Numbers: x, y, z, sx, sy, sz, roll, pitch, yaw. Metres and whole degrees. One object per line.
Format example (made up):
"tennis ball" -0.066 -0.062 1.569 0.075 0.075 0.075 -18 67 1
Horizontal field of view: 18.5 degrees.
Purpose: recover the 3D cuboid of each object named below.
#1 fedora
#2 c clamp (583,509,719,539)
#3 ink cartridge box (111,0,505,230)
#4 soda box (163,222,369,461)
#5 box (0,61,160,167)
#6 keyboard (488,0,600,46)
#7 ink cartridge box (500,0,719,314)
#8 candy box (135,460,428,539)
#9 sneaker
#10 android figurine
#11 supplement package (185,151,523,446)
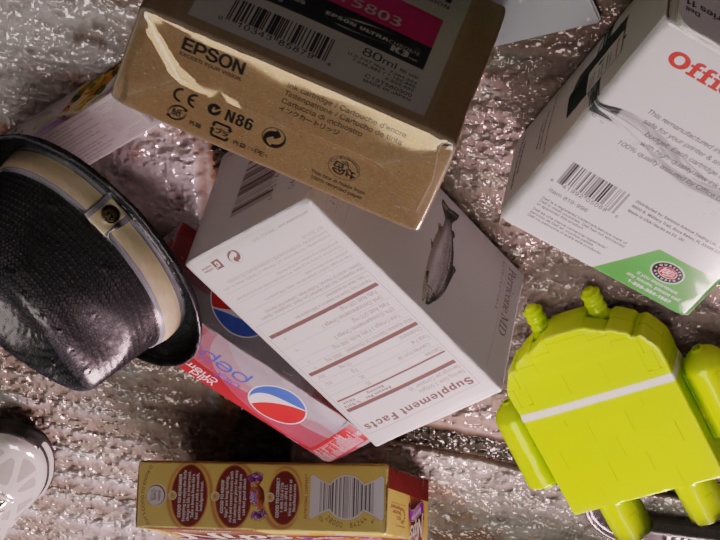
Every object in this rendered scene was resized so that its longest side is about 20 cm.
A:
"fedora" -0.203 0.009 1.470 0.200 0.092 0.201 31 148 22
"c clamp" 0.260 0.158 1.636 0.199 0.027 0.171 2 139 12
"ink cartridge box" -0.027 -0.131 1.321 0.199 0.165 0.075 23 129 -1
"soda box" -0.074 0.054 1.591 0.200 0.070 0.063 35 141 -18
"box" -0.195 -0.094 1.505 0.199 0.039 0.041 -27 120 35
"keyboard" 0.050 -0.157 1.397 0.199 0.011 0.056 -11 135 25
"ink cartridge box" 0.201 -0.084 1.370 0.146 0.083 0.200 28 135 -12
"candy box" -0.058 0.177 1.682 0.199 0.057 0.117 -2 169 16
"sneaker" -0.308 0.211 1.781 0.075 0.116 0.201 25 135 -9
"android figurine" 0.181 0.101 1.570 0.181 0.041 0.201 -20 112 28
"supplement package" 0.000 0.000 1.486 0.117 0.117 0.200 -27 122 33
